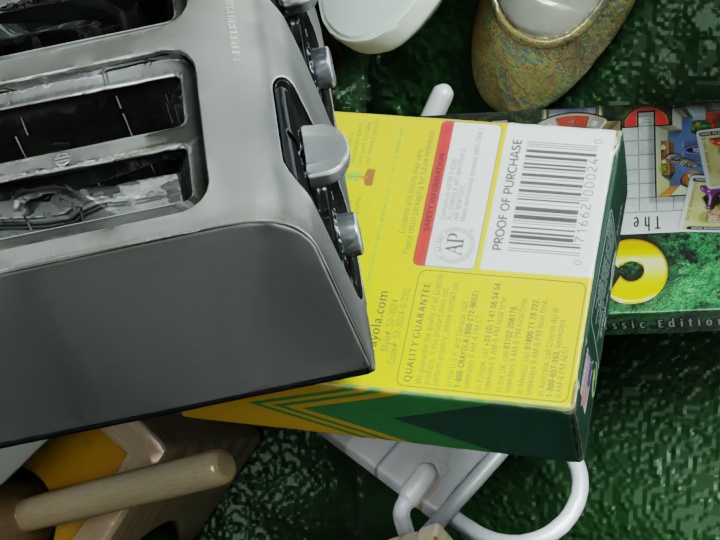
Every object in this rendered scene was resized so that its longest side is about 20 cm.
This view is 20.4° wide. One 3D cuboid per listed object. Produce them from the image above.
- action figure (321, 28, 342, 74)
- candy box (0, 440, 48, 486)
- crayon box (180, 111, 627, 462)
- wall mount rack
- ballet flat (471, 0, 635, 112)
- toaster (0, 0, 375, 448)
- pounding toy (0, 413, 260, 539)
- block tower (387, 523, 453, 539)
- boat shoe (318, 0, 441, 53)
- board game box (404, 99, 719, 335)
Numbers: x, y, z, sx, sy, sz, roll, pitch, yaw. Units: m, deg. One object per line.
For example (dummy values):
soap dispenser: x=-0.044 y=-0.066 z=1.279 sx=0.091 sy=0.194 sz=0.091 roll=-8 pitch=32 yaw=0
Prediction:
action figure: x=-0.104 y=-0.121 z=0.943 sx=0.199 sy=0.069 sz=0.131 roll=28 pitch=104 yaw=23
candy box: x=-0.233 y=0.028 z=0.873 sx=0.168 sy=0.071 sz=0.200 roll=-43 pitch=60 yaw=13
crayon box: x=0.000 y=0.000 z=0.805 sx=0.199 sy=0.051 sz=0.128 roll=6 pitch=62 yaw=14
wall mount rack: x=0.031 y=0.022 z=0.879 sx=0.200 sy=0.075 sz=0.174 roll=34 pitch=68 yaw=26
ballet flat: x=0.103 y=-0.157 z=0.859 sx=0.071 sy=0.071 sz=0.200 roll=40 pitch=103 yaw=18
toaster: x=-0.102 y=-0.042 z=0.747 sx=0.199 sy=0.119 sz=0.182 roll=-11 pitch=55 yaw=4
pounding toy: x=-0.147 y=0.095 z=0.915 sx=0.200 sy=0.142 sz=0.185 roll=38 pitch=103 yaw=19
block tower: x=-0.028 y=0.168 z=0.848 sx=0.199 sy=0.054 sz=0.058 roll=-23 pitch=119 yaw=31
boat shoe: x=0.048 y=-0.177 z=0.861 sx=0.070 sy=0.064 sz=0.201 roll=17 pitch=79 yaw=39
board game box: x=0.087 y=-0.021 z=0.842 sx=0.199 sy=0.023 sz=0.105 roll=-3 pitch=61 yaw=10
